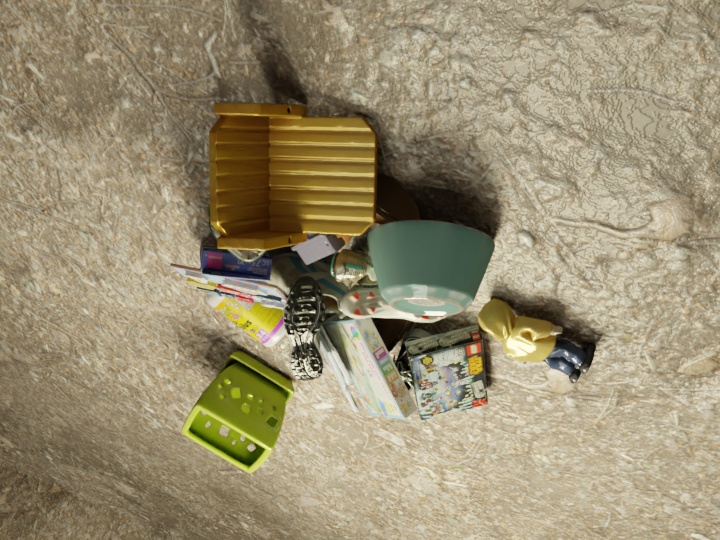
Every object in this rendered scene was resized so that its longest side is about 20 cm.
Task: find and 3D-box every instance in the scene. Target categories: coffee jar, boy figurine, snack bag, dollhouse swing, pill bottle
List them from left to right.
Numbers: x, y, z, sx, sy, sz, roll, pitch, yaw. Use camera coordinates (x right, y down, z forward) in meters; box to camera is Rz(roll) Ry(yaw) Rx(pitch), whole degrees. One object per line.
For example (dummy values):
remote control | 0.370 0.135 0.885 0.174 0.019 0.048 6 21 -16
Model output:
coffee jar | -0.199 -0.082 1.349 0.104 0.085 0.200 44 179 -16
pill bottle | -0.224 0.051 1.581 0.199 0.105 0.104 38 143 -14
dollhouse swing | -0.091 -0.132 1.164 0.173 0.181 0.204 7 101 28
snack bag | -0.059 0.160 1.584 0.189 0.021 0.202 55 169 48
boy figurine | 0.284 0.117 1.366 0.198 0.065 0.125 27 144 3

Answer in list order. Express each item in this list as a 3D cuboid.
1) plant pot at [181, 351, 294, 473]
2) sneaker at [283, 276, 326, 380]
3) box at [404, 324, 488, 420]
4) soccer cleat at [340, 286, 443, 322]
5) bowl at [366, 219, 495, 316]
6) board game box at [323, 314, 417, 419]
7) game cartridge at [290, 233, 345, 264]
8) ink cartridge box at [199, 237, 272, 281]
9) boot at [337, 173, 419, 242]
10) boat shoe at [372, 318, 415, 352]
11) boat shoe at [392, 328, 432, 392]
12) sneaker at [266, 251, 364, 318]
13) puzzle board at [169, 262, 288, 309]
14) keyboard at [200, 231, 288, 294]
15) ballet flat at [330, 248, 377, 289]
plant pot | -0.269 0.314 1.864 0.197 0.183 0.200 31 144 -6
sneaker | -0.101 0.095 1.443 0.073 0.080 0.203 -2 123 -8
box | 0.161 0.191 1.502 0.135 0.040 0.202 -14 136 0
soccer cleat | 0.061 0.053 1.404 0.197 0.071 0.077 1 -179 -14
bowl | 0.103 0.006 1.247 0.197 0.107 0.201 5 166 1
board game box | 0.015 0.172 1.492 0.202 0.034 0.134 63 154 -8
game cartridge | -0.113 -0.105 1.314 0.201 0.038 0.129 56 149 -7
ink cartridge box | -0.217 -0.021 1.416 0.117 0.043 0.200 7 -169 -13
boot | -0.008 -0.085 1.298 0.198 0.077 0.156 26 143 6
boat shoe | 0.046 0.121 1.515 0.074 0.075 0.203 29 144 -2
boat shoe | 0.093 0.185 1.568 0.073 0.069 0.200 27 144 1
sneaker | -0.097 0.027 1.488 0.197 0.081 0.077 13 141 18
puzzle board | -0.218 0.033 1.433 0.197 0.018 0.151 11 167 14
keyboard | -0.205 -0.009 1.539 0.199 0.057 0.011 39 157 -15
ballet flat | 0.000 0.000 1.344 0.074 0.069 0.200 11 180 6
